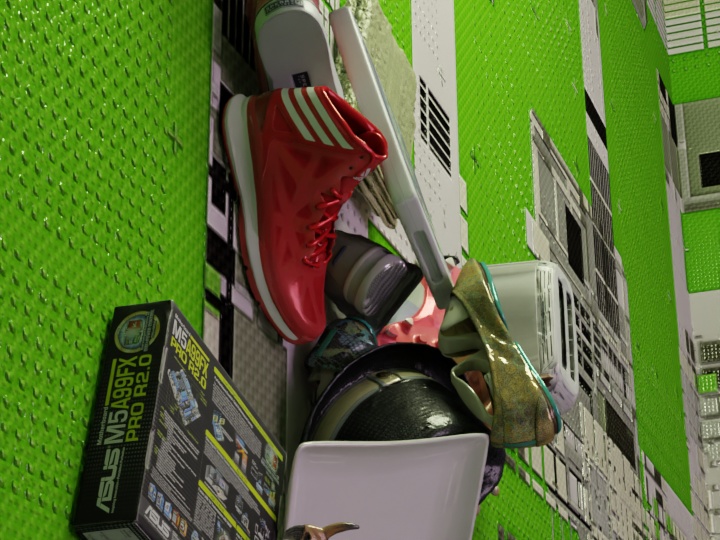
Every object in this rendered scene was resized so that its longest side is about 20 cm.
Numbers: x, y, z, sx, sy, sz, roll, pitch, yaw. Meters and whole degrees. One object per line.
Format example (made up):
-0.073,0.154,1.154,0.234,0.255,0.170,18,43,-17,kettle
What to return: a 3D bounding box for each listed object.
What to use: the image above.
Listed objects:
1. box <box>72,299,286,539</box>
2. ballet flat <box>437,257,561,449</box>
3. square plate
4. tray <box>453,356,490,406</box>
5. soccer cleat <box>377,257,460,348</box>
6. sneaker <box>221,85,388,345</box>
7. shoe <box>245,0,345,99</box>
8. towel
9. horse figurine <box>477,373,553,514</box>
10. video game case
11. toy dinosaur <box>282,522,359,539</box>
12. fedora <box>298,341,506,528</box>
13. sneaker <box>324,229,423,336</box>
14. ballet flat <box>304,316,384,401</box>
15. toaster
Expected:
-0.110,0.141,1.124,0.200,0.044,0.161,59,28,-49,box
0.097,0.065,1.387,0.071,0.070,0.200,62,4,-45,ballet flat
0.004,0.215,1.273,0.200,0.028,0.199,3,101,-44,square plate
0.090,0.123,1.598,0.099,0.037,0.200,-59,161,-16,tray
0.044,0.064,1.593,0.067,0.076,0.200,40,43,-4,soccer cleat
-0.030,-0.044,1.326,0.078,0.115,0.201,-49,127,-65,sneaker
-0.047,-0.150,1.392,0.091,0.071,0.201,-100,180,-49,shoe
0.011,-0.153,1.622,0.149,0.036,0.201,59,30,-47,towel
0.108,0.180,1.585,0.132,0.050,0.201,-13,126,-68,horse figurine
0.029,-0.091,1.443,0.182,0.023,0.201,64,6,-59,video game case
0.008,0.251,1.187,0.136,0.086,0.200,-60,147,-1,toy dinosaur
0.046,0.153,1.376,0.200,0.091,0.201,-13,109,-41,fedora
0.000,0.000,1.463,0.075,0.082,0.200,-50,168,-8,sneaker
-0.001,0.133,1.438,0.074,0.074,0.201,-69,144,-55,ballet flat
0.151,0.070,1.792,0.114,0.129,0.201,50,36,-59,toaster
